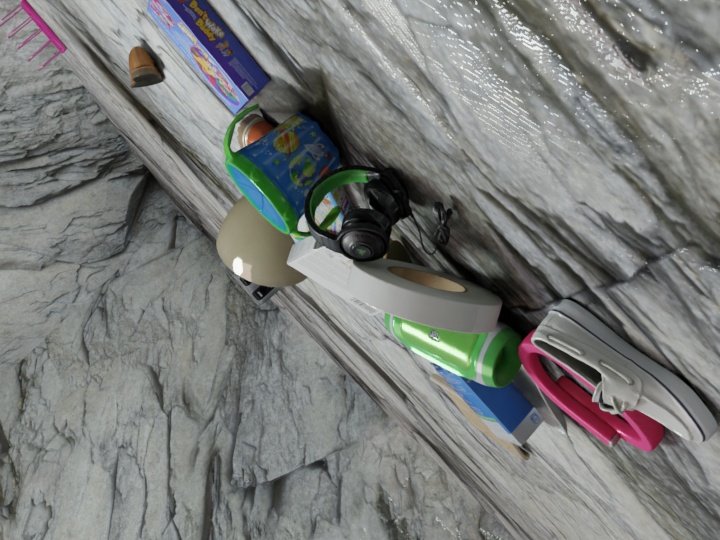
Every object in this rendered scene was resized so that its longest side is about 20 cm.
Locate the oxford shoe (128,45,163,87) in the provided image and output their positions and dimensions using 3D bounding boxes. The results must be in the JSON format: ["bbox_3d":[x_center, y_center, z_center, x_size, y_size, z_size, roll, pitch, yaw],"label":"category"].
[{"bbox_3d":[-0.467,-0.437,1.599,0.200,0.070,0.073,-174,69,-73],"label":"oxford shoe"}]

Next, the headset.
[{"bbox_3d":[0.020,-0.075,0.910,0.197,0.124,0.095,21,151,23],"label":"headset"}]

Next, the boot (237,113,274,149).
[{"bbox_3d":[-0.135,-0.165,1.260,0.107,0.075,0.201,34,163,28],"label":"boot"}]

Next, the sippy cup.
[{"bbox_3d":[-0.101,-0.145,1.048,0.139,0.130,0.179,37,166,33],"label":"sippy cup"}]

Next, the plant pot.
[{"bbox_3d":[-0.165,-0.087,1.413,0.200,0.199,0.136,41,132,21],"label":"plant pot"}]

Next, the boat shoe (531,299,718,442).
[{"bbox_3d":[0.264,0.113,0.762,0.200,0.066,0.072,42,168,21],"label":"boat shoe"}]

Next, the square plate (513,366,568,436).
[{"bbox_3d":[0.220,0.144,1.126,0.197,0.028,0.201,31,161,52],"label":"square plate"}]

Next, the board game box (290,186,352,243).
[{"bbox_3d":[-0.075,-0.097,1.223,0.132,0.035,0.201,12,153,23],"label":"board game box"}]

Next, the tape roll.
[{"bbox_3d":[0.080,0.028,0.936,0.199,0.038,0.203,13,-170,-2],"label":"tape roll"}]

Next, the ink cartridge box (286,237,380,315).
[{"bbox_3d":[0.000,0.000,1.259,0.198,0.045,0.175,33,149,-26],"label":"ink cartridge box"}]

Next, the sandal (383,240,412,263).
[{"bbox_3d":[0.054,0.045,1.178,0.069,0.078,0.214,3,133,38],"label":"sandal"}]

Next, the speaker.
[{"bbox_3d":[0.126,0.088,1.026,0.198,0.089,0.089,24,157,42],"label":"speaker"}]

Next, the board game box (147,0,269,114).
[{"bbox_3d":[-0.225,-0.330,1.082,0.201,0.045,0.134,50,168,-14],"label":"board game box"}]

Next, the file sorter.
[{"bbox_3d":[-1.146,-0.812,2.584,0.201,0.125,0.139,51,167,-24],"label":"file sorter"}]

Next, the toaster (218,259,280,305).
[{"bbox_3d":[-0.406,0.006,2.699,0.199,0.119,0.182,33,162,50],"label":"toaster"}]

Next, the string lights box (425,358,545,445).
[{"bbox_3d":[0.180,0.171,1.140,0.200,0.059,0.103,48,168,-5],"label":"string lights box"}]

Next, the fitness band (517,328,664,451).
[{"bbox_3d":[0.278,0.150,0.912,0.199,0.037,0.144,38,166,31],"label":"fitness band"}]

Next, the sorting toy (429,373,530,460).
[{"bbox_3d":[0.249,0.295,1.533,0.200,0.037,0.185,48,170,-27],"label":"sorting toy"}]
